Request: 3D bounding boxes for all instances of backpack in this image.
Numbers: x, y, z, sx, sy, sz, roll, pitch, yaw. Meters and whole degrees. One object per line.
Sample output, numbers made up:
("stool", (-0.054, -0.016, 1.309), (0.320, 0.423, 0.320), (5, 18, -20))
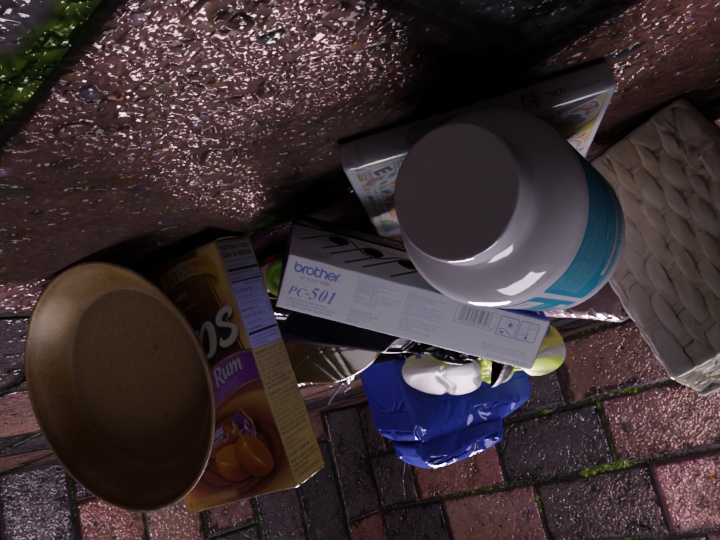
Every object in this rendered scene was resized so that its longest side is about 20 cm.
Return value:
("backpack", (0.121, 0.157, 0.962), (0.197, 0.171, 0.162), (-18, -179, -22))

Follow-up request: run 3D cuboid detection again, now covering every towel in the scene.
("towel", (0.313, 0.012, 0.936), (0.189, 0.033, 0.199), (-27, -168, -26))

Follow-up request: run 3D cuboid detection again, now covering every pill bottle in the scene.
("pill bottle", (0.093, -0.033, 0.446), (0.109, 0.113, 0.199), (-20, 167, 25))

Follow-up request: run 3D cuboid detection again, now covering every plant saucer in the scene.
("plant saucer", (-0.187, 0.090, 0.584), (0.198, 0.204, 0.035), (-21, -179, 28))

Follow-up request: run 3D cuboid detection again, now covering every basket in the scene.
("basket", (0.269, -0.018, 0.586), (0.135, 0.203, 0.122), (-38, 150, 29))

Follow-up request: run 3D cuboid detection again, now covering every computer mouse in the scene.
("computer mouse", (0.032, 0.048, 0.650), (0.197, 0.047, 0.139), (4, 179, 33))

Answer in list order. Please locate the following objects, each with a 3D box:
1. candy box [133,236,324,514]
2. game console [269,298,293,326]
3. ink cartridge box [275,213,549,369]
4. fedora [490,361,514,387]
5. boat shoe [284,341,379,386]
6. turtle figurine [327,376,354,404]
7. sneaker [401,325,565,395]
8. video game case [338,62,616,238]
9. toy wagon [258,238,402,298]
("candy box", (-0.119, 0.087, 0.604), (0.115, 0.204, 0.056), (-21, 177, 25))
("game console", (-0.141, 0.046, 0.745), (0.174, 0.032, 0.199), (-11, 170, 23))
("ink cartridge box", (0.037, 0.014, 0.559), (0.196, 0.045, 0.094), (15, -159, -8))
("fedora", (0.127, 0.017, 0.746), (0.090, 0.204, 0.201), (16, 169, 6))
("boat shoe", (-0.063, 0.091, 0.825), (0.197, 0.074, 0.065), (-20, -150, 25))
("turtle figurine", (-0.081, 0.135, 1.092), (0.146, 0.103, 0.200), (0, -177, 2))
("sneaker", (0.139, 0.082, 0.864), (0.196, 0.107, 0.076), (-5, 143, -10))
("video game case", (0.086, -0.078, 0.553), (0.178, 0.023, 0.200), (-16, 167, 6))
("toy wagon", (0.000, 0.000, 0.685), (0.196, 0.040, 0.155), (-10, 174, 9))
